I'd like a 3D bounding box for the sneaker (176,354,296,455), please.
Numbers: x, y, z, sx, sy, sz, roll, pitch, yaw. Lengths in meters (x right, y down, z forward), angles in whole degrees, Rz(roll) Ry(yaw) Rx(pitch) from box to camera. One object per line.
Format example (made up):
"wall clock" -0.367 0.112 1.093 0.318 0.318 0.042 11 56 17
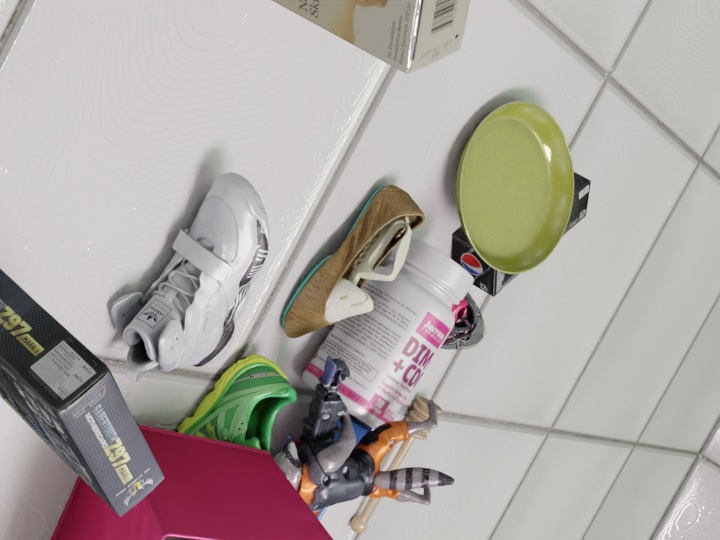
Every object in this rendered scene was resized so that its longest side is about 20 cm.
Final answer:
"sneaker" -0.140 0.179 1.459 0.200 0.083 0.074 -55 152 -6

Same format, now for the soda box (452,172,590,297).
"soda box" 0.200 -0.056 1.796 0.200 0.071 0.063 -38 145 -33

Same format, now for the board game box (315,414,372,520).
"board game box" -0.053 0.254 1.656 0.200 0.045 0.152 -59 178 1

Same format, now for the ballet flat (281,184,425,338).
"ballet flat" 0.000 0.000 1.523 0.200 0.072 0.068 -51 151 -13

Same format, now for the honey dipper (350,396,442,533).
"honey dipper" 0.044 0.259 1.890 0.038 0.038 0.200 12 109 -61

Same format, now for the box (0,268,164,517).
"box" -0.240 0.074 1.067 0.051 0.200 0.158 -40 147 -20

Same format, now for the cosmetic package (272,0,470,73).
"cosmetic package" -0.010 -0.246 1.129 0.071 0.200 0.106 -30 140 -40

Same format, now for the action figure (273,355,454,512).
"action figure" -0.005 0.188 1.501 0.193 0.105 0.201 -8 129 -21

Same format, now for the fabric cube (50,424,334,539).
"fabric cube" -0.162 0.283 1.334 0.196 0.199 0.201 15 106 -33

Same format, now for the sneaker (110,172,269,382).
"sneaker" -0.152 0.012 1.283 0.115 0.075 0.201 -24 140 -51

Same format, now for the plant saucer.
"plant saucer" 0.175 -0.097 1.690 0.200 0.031 0.201 -5 97 -42

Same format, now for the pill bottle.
"pill bottle" 0.033 0.067 1.599 0.200 0.113 0.113 -57 152 -4

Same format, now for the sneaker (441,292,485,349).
"sneaker" 0.113 0.062 1.767 0.081 0.075 0.200 -58 153 -2
